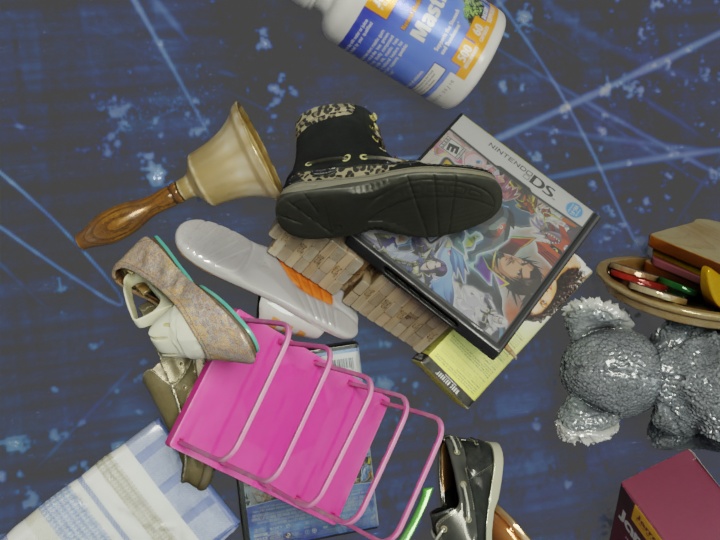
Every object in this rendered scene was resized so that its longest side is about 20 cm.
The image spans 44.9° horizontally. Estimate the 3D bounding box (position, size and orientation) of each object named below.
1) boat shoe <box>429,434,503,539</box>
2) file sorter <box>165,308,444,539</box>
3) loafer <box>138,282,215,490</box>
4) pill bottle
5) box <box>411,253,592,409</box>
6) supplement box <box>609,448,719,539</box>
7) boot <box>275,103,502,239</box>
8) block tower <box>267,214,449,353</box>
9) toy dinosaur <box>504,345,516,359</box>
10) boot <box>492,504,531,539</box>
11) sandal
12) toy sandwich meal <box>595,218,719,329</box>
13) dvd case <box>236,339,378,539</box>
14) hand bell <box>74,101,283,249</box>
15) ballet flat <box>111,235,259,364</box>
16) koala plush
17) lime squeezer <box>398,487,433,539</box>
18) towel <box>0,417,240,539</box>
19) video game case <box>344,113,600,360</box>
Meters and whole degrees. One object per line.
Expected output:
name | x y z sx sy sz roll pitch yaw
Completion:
boat shoe | 0.098 0.270 0.897 0.067 0.072 0.201 17 67 -18
file sorter | -0.043 0.145 0.800 0.200 0.125 0.139 34 73 -28
loafer | -0.177 0.113 0.847 0.067 0.076 0.201 -5 84 -12
pill bottle | 0.032 -0.254 0.854 0.200 0.112 0.112 28 86 -13
box | 0.149 0.047 0.925 0.075 0.050 0.200 43 84 -8
supplement box | 0.322 0.291 0.894 0.085 0.110 0.200 -22 138 -11
boot | 0.025 -0.103 0.823 0.203 0.154 0.074 -4 132 4
block tower | 0.000 0.000 0.874 0.200 0.058 0.054 35 123 -14
toy dinosaur | 0.104 -0.015 0.882 0.106 0.060 0.201 0 72 8
boot | 0.134 0.364 0.934 0.155 0.077 0.201 -26 105 -6
sandal | -0.096 0.016 0.859 0.206 0.079 0.059 28 127 -21
toy sandwich meal | 0.345 -0.002 0.898 0.204 0.205 0.071 3 108 -13
dvd case | -0.061 0.181 0.901 0.142 0.018 0.201 -7 95 -12
hand bell | -0.183 -0.071 0.841 0.199 0.104 0.104 -26 98 3
ballet flat | -0.163 0.038 0.774 0.067 0.200 0.068 -34 132 -20
koala plush | 0.303 0.107 0.913 0.199 0.184 0.178 8 91 -1
lime squeezer | 0.055 0.335 0.915 0.070 0.038 0.201 -3 73 -15
towel | -0.237 0.262 0.863 0.200 0.024 0.147 -38 98 -10
video game case | 0.115 -0.041 0.860 0.181 0.026 0.200 38 62 7
